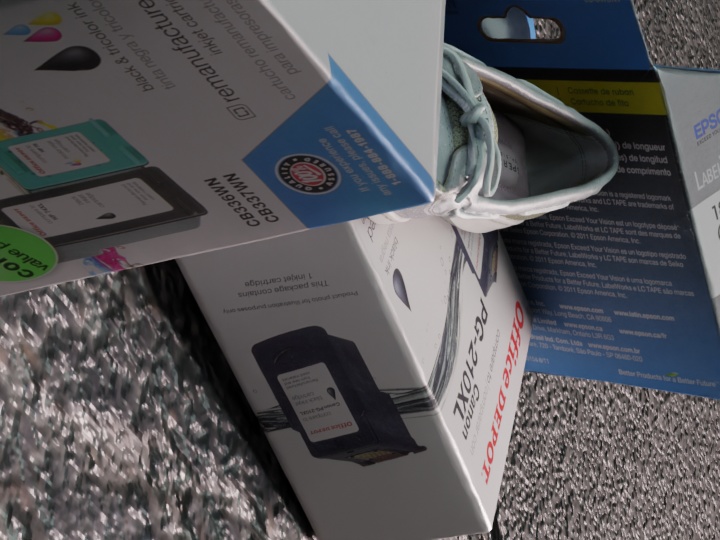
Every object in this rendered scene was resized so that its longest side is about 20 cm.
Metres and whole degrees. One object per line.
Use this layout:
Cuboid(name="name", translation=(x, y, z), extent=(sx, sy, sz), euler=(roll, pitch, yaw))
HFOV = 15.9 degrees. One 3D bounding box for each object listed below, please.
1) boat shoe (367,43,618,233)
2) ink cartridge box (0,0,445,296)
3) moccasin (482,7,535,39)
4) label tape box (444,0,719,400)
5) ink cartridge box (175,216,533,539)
Cuboid(name="boat shoe", translation=(0.044, -0.054, 1.025), extent=(0.202, 0.065, 0.074), euler=(19, 64, -65))
Cuboid(name="ink cartridge box", translation=(-0.092, -0.096, 0.818), extent=(0.147, 0.200, 0.146), euler=(46, 39, -49))
Cuboid(name="moccasin", translation=(0.046, -0.044, 1.253), extent=(0.068, 0.080, 0.200), euler=(-23, 108, -46))
Cuboid(name="label tape box", translation=(0.110, -0.049, 1.159), extent=(0.063, 0.144, 0.200), euler=(-32, 115, -36))
Cuboid(name="ink cartridge box", translation=(0.000, 0.000, 1.098), extent=(0.145, 0.084, 0.200), euler=(-74, 149, -46))
